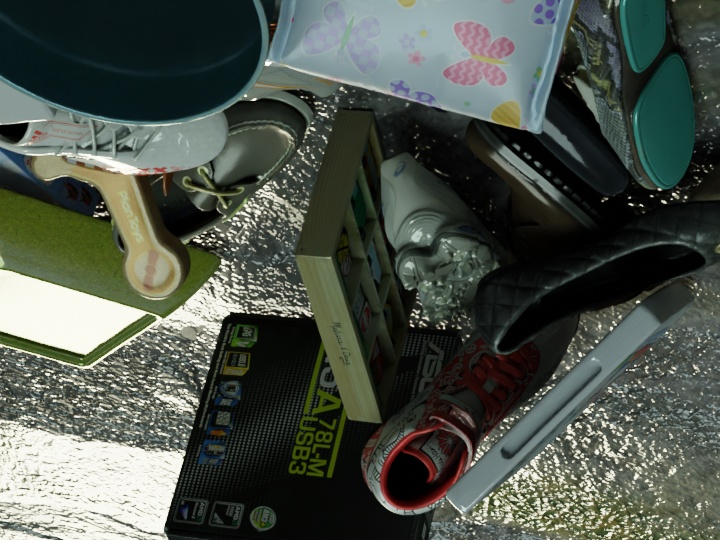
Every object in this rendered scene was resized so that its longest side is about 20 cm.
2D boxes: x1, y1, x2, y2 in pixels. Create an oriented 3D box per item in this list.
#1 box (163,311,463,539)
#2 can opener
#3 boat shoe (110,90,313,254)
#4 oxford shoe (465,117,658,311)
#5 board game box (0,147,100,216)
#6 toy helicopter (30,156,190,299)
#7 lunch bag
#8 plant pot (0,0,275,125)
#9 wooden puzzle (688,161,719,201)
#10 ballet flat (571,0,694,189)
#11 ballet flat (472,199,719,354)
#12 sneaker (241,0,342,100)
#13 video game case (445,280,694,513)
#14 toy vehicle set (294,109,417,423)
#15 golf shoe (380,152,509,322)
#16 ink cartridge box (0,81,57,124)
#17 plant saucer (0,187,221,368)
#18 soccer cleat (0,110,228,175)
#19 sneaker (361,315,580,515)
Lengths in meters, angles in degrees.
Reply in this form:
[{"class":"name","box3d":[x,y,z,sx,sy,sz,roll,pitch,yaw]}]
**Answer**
[{"class":"box","box3d":[-0.031,0.131,1.734,0.191,0.201,0.048,4,147,17]},{"class":"can opener","box3d":[0.096,-0.118,1.445,0.199,0.064,0.079,34,125,-24]},{"class":"boat shoe","box3d":[-0.105,-0.065,1.605,0.072,0.061,0.201,33,142,-26]},{"class":"oxford shoe","box3d":[0.123,-0.033,1.531,0.084,0.073,0.200,-32,126,19]},{"class":"board game box","box3d":[-0.310,-0.084,1.681,0.150,0.037,0.200,-15,137,36]},{"class":"toy helicopter","box3d":[-0.156,-0.075,1.551,0.131,0.079,0.201,-15,111,14]},{"class":"lunch bag","box3d":[0.051,-0.202,1.286,0.168,0.127,0.201,13,118,-1]},{"class":"plant pot","box3d":[-0.125,-0.217,1.278,0.198,0.189,0.201,10,147,7]},{"class":"wooden puzzle","box3d":[0.328,-0.045,1.477,0.184,0.047,0.200,21,146,-8]},{"class":"ballet flat","box3d":[0.161,-0.131,1.415,0.071,0.072,0.201,2,144,18]},{"class":"ballet flat","box3d":[0.169,0.005,1.494,0.198,0.057,0.067,-20,142,9]},{"class":"sneaker","box3d":[-0.099,-0.144,1.482,0.198,0.076,0.092,9,150,12]},{"class":"video game case","box3d":[0.146,0.082,1.560,0.024,0.200,0.182,46,103,7]},{"class":"toy vehicle set","box3d":[0.000,0.000,1.600,0.026,0.125,0.201,5,146,16]},{"class":"golf shoe","box3d":[0.059,-0.026,1.599,0.078,0.098,0.200,-24,163,3]},{"class":"ink cartridge box","box3d":[-0.218,-0.167,1.375,0.066,0.201,0.116,-4,143,26]},{"class":"plant saucer","box3d":[-0.236,0.016,1.738,0.199,0.048,0.199,17,153,-27]},{"class":"soccer cleat","box3d":[-0.183,-0.097,1.458,0.198,0.085,0.069,12,105,-5]},{"class":"sneaker","box3d":[0.083,0.092,1.617,0.201,0.108,0.067,-43,99,5]}]
